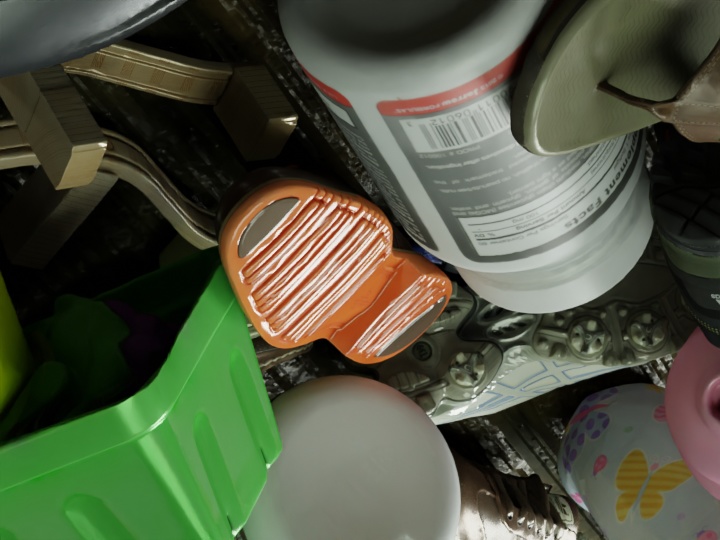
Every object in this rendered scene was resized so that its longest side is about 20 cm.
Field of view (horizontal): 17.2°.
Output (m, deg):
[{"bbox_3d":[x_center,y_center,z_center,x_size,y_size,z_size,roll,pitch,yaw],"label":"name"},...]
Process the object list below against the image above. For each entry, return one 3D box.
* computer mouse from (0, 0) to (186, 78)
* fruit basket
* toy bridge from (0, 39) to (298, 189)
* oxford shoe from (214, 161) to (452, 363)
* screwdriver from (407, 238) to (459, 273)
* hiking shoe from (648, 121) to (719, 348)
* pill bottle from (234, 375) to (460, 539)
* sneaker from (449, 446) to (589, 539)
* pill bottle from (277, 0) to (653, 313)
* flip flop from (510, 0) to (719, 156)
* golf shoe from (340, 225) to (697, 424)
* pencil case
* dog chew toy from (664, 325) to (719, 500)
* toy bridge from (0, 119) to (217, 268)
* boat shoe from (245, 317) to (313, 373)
[{"bbox_3d":[-0.113,-0.121,0.853,0.200,0.053,0.139,-21,126,5],"label":"computer mouse"},{"bbox_3d":[-0.157,0.046,0.960,0.215,0.156,0.216,6,118,12],"label":"fruit basket"},{"bbox_3d":[-0.123,-0.063,0.928,0.200,0.067,0.027,-11,146,-36],"label":"toy bridge"},{"bbox_3d":[-0.026,-0.012,1.010,0.071,0.073,0.200,-43,159,3],"label":"oxford shoe"},{"bbox_3d":[0.000,0.000,1.113,0.200,0.029,0.028,-14,144,-12],"label":"screwdriver"},{"bbox_3d":[0.159,-0.036,1.016,0.076,0.200,0.101,1,124,17],"label":"hiking shoe"},{"bbox_3d":[-0.040,0.122,1.141,0.109,0.109,0.200,-2,165,-25],"label":"pill bottle"},{"bbox_3d":[0.077,0.131,1.292,0.075,0.071,0.200,-25,154,3],"label":"sneaker"},{"bbox_3d":[0.051,-0.070,0.974,0.116,0.116,0.200,-26,145,5],"label":"pill bottle"},{"bbox_3d":[0.150,-0.079,0.902,0.200,0.058,0.081,-8,130,-23],"label":"flip flop"},{"bbox_3d":[0.085,0.029,1.177,0.200,0.078,0.097,-14,165,-7],"label":"golf shoe"},{"bbox_3d":[0.174,0.133,1.229,0.083,0.200,0.091,-46,120,5],"label":"pencil case"},{"bbox_3d":[0.198,0.061,1.087,0.124,0.125,0.200,-36,162,19],"label":"dog chew toy"},{"bbox_3d":[-0.125,-0.031,0.995,0.200,0.027,0.067,12,132,-40],"label":"toy bridge"},{"bbox_3d":[-0.108,0.073,1.095,0.202,0.075,0.075,-21,-178,11],"label":"boat shoe"}]
